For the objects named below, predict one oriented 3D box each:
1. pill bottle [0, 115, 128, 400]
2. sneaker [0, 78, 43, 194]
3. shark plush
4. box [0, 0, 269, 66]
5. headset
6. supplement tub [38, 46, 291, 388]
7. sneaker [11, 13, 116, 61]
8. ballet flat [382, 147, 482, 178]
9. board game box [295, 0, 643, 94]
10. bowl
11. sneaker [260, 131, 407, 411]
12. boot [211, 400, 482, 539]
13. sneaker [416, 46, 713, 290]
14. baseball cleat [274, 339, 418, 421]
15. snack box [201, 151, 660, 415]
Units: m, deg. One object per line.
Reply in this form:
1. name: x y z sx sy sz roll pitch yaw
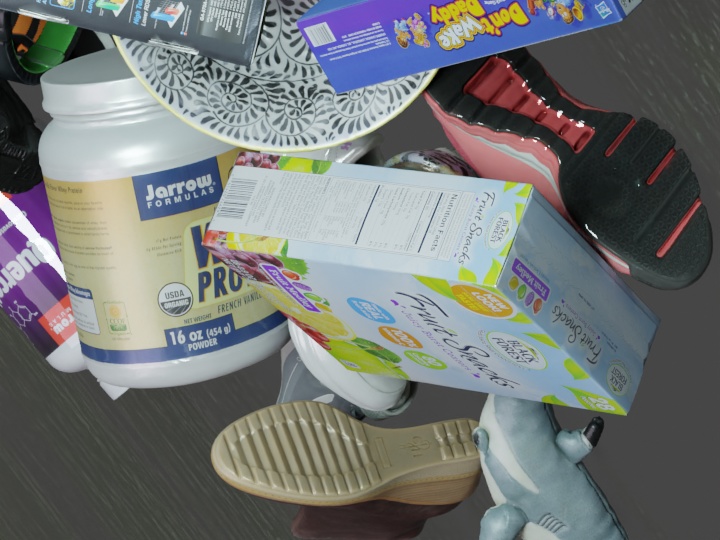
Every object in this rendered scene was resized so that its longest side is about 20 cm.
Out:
1. pill bottle: -0.214 -0.006 1.921 0.200 0.112 0.112 49 151 -2
2. sneaker: -0.255 -0.106 1.708 0.104 0.060 0.200 52 -173 16
3. shark plush: 0.122 0.102 1.689 0.083 0.091 0.200 2 108 28
4. box: -0.111 -0.220 1.392 0.159 0.046 0.200 12 111 -1
5. headset: -0.194 -0.209 1.664 0.094 0.124 0.200 13 127 19
6. supplement tub: -0.125 -0.039 1.701 0.144 0.144 0.200 8 114 49
7. sneaker: -0.231 -0.167 1.778 0.070 0.090 0.200 8 131 49
8. ballet flat: 0.051 -0.034 1.571 0.072 0.072 0.200 37 161 20
9. board game box: 0.081 -0.156 1.307 0.200 0.134 0.045 -10 117 48
10. bowl: -0.039 -0.174 1.479 0.200 0.094 0.201 2 110 4
11. sneaker: 0.000 0.000 1.665 0.099 0.075 0.200 0 117 37
12. boot: -0.021 0.150 1.781 0.166 0.200 0.072 126 139 -56
13. sneaker: 0.118 -0.058 1.485 0.200 0.074 0.087 41 166 17
14. baseball cleat: -0.012 0.091 1.811 0.106 0.070 0.200 31 147 29
15. snack box: 0.040 0.007 1.477 0.200 0.068 0.169 6 157 36
